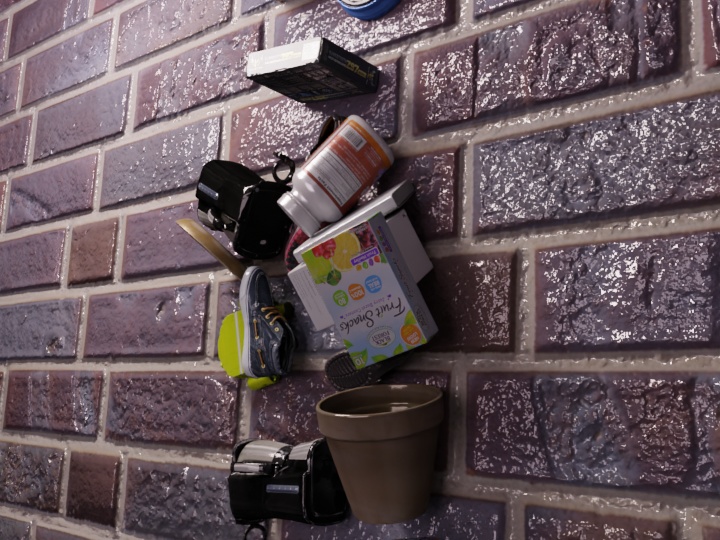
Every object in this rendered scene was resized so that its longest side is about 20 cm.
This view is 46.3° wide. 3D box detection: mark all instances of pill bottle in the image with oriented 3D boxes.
[{"bbox_3d":[-0.045,-0.158,1.439,0.200,0.112,0.112,-45,51,-4],"label":"pill bottle"}]

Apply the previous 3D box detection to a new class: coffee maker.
[{"bbox_3d":[-0.212,-0.141,1.601,0.194,0.134,0.199,-55,41,-2],"label":"coffee maker"},{"bbox_3d":[-0.117,0.382,1.432,0.197,0.134,0.197,-8,98,41],"label":"coffee maker"}]

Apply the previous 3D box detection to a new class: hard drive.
[{"bbox_3d":[-0.009,-0.083,1.405,0.198,0.132,0.027,-28,98,22],"label":"hard drive"}]

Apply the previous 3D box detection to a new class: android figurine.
[{"bbox_3d":[-0.201,0.133,1.603,0.198,0.041,0.186,-24,66,33],"label":"android figurine"}]

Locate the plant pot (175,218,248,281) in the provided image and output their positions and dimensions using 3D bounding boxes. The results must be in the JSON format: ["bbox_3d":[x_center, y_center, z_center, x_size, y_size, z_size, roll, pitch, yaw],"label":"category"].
[{"bbox_3d":[-0.270,-0.035,1.610,0.028,0.200,0.199,-49,49,-6],"label":"plant pot"}]

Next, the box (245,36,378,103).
[{"bbox_3d":[-0.089,-0.360,1.534,0.197,0.156,0.052,2,81,43],"label":"box"}]

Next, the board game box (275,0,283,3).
[{"bbox_3d":[-0.195,-0.678,1.699,0.096,0.158,0.205,-22,66,37],"label":"board game box"}]

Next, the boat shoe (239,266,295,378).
[{"bbox_3d":[-0.163,0.091,1.520,0.089,0.070,0.205,-7,82,34],"label":"boat shoe"}]

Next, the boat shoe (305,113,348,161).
[{"bbox_3d":[-0.078,-0.199,1.551,0.201,0.067,0.072,-54,52,23],"label":"boat shoe"}]

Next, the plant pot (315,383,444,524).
[{"bbox_3d":[0.037,0.279,1.276,0.197,0.198,0.178,-4,94,41],"label":"plant pot"}]

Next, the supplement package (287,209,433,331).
[{"bbox_3d":[0.000,0.000,1.381,0.198,0.109,0.115,-26,97,35],"label":"supplement package"}]

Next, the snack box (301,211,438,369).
[{"bbox_3d":[0.013,0.033,1.284,0.141,0.053,0.203,-24,95,35],"label":"snack box"}]

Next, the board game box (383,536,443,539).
[{"bbox_3d":[0.077,0.438,1.179,0.101,0.198,0.107,-3,77,40],"label":"board game box"}]

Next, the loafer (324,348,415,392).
[{"bbox_3d":[0.025,0.143,1.388,0.198,0.071,0.074,-27,92,34],"label":"loafer"}]

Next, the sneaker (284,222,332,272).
[{"bbox_3d":[-0.089,-0.091,1.533,0.203,0.080,0.075,-62,18,2],"label":"sneaker"}]

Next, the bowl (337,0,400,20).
[{"bbox_3d":[0.024,-0.569,1.559,0.198,0.039,0.206,-11,74,40],"label":"bowl"}]
